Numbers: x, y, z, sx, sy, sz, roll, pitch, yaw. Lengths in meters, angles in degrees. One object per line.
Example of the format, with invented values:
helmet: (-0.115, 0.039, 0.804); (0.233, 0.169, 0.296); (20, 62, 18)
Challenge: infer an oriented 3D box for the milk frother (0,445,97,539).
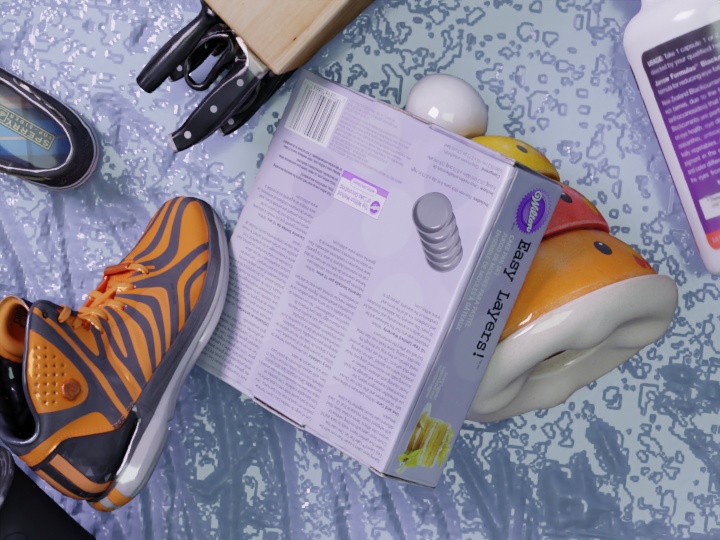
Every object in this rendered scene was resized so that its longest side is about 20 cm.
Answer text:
milk frother: (-0.208, 0.216, 1.458); (0.181, 0.200, 0.188); (-48, 113, -8)

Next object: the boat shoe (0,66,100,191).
boat shoe: (-0.246, -0.103, 1.483); (0.199, 0.066, 0.070); (30, 90, 1)

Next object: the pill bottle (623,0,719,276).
pill bottle: (0.216, -0.108, 1.450); (0.111, 0.111, 0.201); (-20, 90, 1)

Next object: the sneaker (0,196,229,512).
sneaker: (-0.146, 0.025, 1.430); (0.112, 0.077, 0.201); (35, 54, -29)

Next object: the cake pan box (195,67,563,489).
cake pan box: (0.000, 0.000, 1.426); (0.199, 0.052, 0.185); (26, 93, 45)

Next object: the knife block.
knife block: (-0.042, -0.154, 1.430); (0.064, 0.200, 0.176); (45, 61, 1)

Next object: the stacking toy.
stacking toy: (0.079, -0.027, 1.459); (0.145, 0.146, 0.201); (-28, 74, 1)
